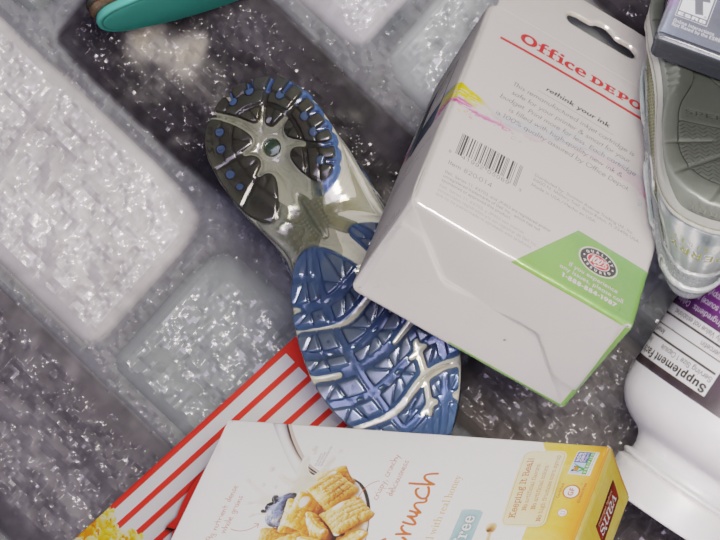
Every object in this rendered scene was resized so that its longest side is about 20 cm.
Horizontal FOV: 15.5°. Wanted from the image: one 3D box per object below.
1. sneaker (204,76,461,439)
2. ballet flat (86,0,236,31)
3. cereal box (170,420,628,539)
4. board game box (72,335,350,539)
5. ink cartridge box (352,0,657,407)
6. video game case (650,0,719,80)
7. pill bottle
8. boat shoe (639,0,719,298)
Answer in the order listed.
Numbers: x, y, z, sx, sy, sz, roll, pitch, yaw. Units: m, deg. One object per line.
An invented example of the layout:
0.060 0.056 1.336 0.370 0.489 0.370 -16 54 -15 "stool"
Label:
0.000 0.000 1.275 0.077 0.085 0.201 -28 72 9 "sneaker"
-0.042 -0.170 1.306 0.198 0.068 0.069 -12 78 -4 "ballet flat"
0.004 0.135 1.171 0.199 0.040 0.144 2 47 28 "cereal box"
-0.056 0.153 1.274 0.200 0.046 0.152 -43 54 3 "board game box"
0.083 -0.045 1.244 0.117 0.201 0.067 30 132 -5 "ink cartridge box"
0.231 -0.154 1.241 0.142 0.019 0.201 20 58 6 "video game case"
0.200 0.036 1.248 0.112 0.112 0.201 32 93 6 "pill bottle"
0.163 -0.073 1.233 0.074 0.203 0.065 12 130 -4 "boat shoe"
